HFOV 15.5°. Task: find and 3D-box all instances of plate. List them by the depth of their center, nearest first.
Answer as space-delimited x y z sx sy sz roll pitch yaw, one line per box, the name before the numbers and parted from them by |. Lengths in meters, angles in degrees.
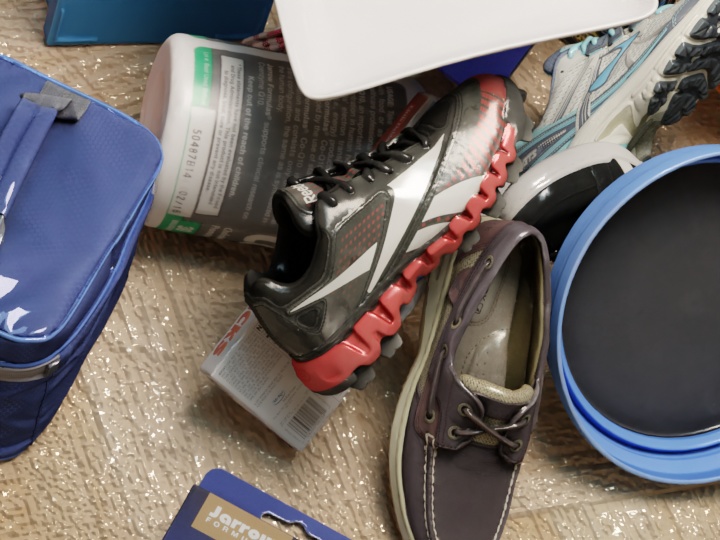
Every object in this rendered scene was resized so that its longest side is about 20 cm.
plate | 0.040 -0.187 1.453 0.199 0.032 0.200 -14 59 -6

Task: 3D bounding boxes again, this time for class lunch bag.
lunch bag | -0.191 -0.019 1.424 0.136 0.132 0.200 25 51 -1

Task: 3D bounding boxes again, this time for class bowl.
bowl | 0.196 0.022 1.513 0.200 0.201 0.039 0 19 -20

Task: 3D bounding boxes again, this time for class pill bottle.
pill bottle | -0.025 -0.065 1.533 0.199 0.113 0.113 10 52 -13

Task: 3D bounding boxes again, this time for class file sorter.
file sorter | -0.115 -0.247 1.582 0.138 0.200 0.123 -3 52 -22

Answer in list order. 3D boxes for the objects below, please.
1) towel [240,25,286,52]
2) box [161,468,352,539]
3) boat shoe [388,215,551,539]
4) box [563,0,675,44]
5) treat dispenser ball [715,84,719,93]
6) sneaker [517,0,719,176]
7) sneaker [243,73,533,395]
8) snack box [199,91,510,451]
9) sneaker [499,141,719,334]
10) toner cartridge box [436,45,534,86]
towel | 0.008 -0.171 1.579 0.146 0.200 0.030 -36 102 -39
box | -0.065 0.193 1.380 0.121 0.032 0.200 28 49 1
boat shoe | 0.065 0.068 1.448 0.072 0.065 0.201 13 83 -23
box | 0.116 -0.229 1.675 0.200 0.159 0.046 38 65 11
treat dispenser ball | 0.303 -0.181 1.684 0.200 0.201 0.201 10 52 -13
sneaker | 0.157 -0.121 1.607 0.086 0.200 0.078 43 10 25
sneaker | 0.011 -0.035 1.418 0.098 0.071 0.201 40 83 -23
snack box | 0.000 0.000 1.471 0.072 0.024 0.200 41 81 -20
sneaker | 0.168 -0.010 1.547 0.200 0.073 0.112 2 47 -54
toner cartridge box | 0.085 -0.150 1.574 0.043 0.095 0.200 38 6 -3
